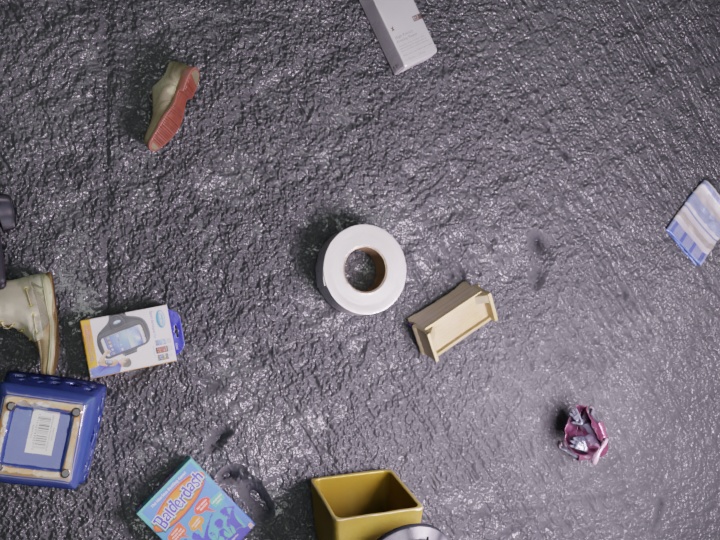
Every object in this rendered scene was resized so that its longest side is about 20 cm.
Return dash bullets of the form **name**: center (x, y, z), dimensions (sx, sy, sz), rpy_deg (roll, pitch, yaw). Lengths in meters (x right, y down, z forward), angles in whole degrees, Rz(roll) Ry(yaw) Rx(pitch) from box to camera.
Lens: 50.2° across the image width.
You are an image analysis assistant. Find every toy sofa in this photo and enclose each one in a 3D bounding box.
- **toy sofa**: center (0.214, 0.116, 1.798), dimensions (0.199, 0.097, 0.084), rpy_deg (-32, 120, -18)

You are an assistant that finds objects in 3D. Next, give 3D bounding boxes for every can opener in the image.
- **can opener**: center (-0.706, -0.063, 1.482), dimensions (0.078, 0.064, 0.202), rpy_deg (-8, 68, -15)

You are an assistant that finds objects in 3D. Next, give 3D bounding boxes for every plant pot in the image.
- **plant pot**: center (0.008, 0.565, 1.634), dimensions (0.193, 0.194, 0.203), rpy_deg (-3, 101, -18)
- **plant pot**: center (-0.599, 0.304, 1.450), dimensions (0.197, 0.180, 0.203), rpy_deg (12, 82, -16)

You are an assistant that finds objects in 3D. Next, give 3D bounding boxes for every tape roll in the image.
- **tape roll**: center (0.000, 0.000, 1.732), dimensions (0.200, 0.071, 0.206), rpy_deg (1, 86, -19)

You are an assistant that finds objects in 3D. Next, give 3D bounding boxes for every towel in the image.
- **towel**: center (0.923, -0.129, 2.077), dimensions (0.147, 0.024, 0.200), rpy_deg (46, 74, -9)

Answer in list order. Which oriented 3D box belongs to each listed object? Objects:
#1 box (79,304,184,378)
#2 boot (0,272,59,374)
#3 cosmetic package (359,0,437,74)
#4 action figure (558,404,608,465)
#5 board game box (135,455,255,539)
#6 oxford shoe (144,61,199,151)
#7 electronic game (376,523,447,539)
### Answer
- **box**: center (-0.465, 0.143, 1.581), dimensions (0.197, 0.041, 0.121), rpy_deg (-11, 89, -17)
- **boot**: center (-0.671, 0.109, 1.497), dimensions (0.153, 0.072, 0.203), rpy_deg (-5, 82, -19)
- **cosmetic package**: center (0.088, -0.578, 1.806), dimensions (0.101, 0.074, 0.202), rpy_deg (-29, 96, -19)
- **action figure**: center (0.564, 0.403, 1.849), dimensions (0.135, 0.148, 0.200), rpy_deg (-56, 135, -5)
- **board game box**: center (-0.340, 0.511, 1.590), dimensions (0.152, 0.045, 0.200), rpy_deg (-45, 99, -16)
- **oxford shoe**: center (-0.415, -0.350, 1.633), dimensions (0.073, 0.071, 0.202), rpy_deg (23, 78, 10)
- **electronic game**: center (0.087, 0.588, 1.547), dimensions (0.197, 0.042, 0.202), rpy_deg (-9, 120, -16)
